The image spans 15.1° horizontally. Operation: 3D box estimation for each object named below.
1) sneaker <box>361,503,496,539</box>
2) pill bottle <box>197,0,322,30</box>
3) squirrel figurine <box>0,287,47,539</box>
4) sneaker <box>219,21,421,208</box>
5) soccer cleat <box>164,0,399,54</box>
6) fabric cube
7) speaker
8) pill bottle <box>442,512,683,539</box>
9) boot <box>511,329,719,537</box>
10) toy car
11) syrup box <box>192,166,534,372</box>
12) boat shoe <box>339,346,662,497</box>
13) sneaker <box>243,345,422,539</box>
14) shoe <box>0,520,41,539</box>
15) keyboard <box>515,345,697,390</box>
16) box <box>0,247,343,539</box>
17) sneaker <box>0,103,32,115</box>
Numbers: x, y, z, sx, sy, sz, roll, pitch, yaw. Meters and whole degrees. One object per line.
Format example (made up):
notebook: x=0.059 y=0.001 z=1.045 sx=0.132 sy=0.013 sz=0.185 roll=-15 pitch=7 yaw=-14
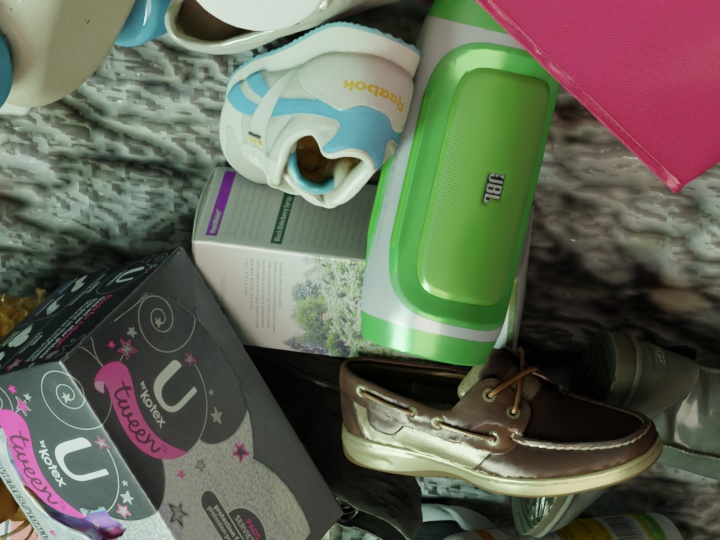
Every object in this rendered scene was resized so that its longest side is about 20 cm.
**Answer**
sneaker: x=-0.001 y=0.226 z=1.785 sx=0.199 sy=0.114 sz=0.076 roll=-16 pitch=123 yaw=22
pill bottle: x=-0.037 y=-0.210 z=1.405 sx=0.108 sy=0.201 sz=0.110 roll=5 pitch=128 yaw=7
squirrel figurine: x=-0.232 y=0.111 z=1.696 sx=0.186 sy=0.142 sz=0.200 roll=-3 pitch=141 yaw=-36
sneaker: x=-0.034 y=-0.077 z=1.544 sx=0.076 sy=0.081 sz=0.200 roll=19 pitch=162 yaw=-17
soccer cleat: x=-0.017 y=-0.168 z=1.495 sx=0.199 sy=0.078 sz=0.070 roll=-24 pitch=95 yaw=18
fabric cube: x=0.179 y=-0.204 z=1.370 sx=0.196 sy=0.201 sz=0.199 roll=40 pitch=126 yaw=-20
speaker: x=0.057 y=-0.052 z=1.527 sx=0.088 sy=0.088 sz=0.201 roll=13 pitch=96 yaw=1
pill bottle: x=0.105 y=0.218 z=1.719 sx=0.199 sy=0.111 sz=0.112 roll=-4 pitch=130 yaw=-16
boot: x=0.212 y=0.116 z=1.676 sx=0.199 sy=0.073 sz=0.182 roll=10 pitch=138 yaw=-23
toy car: x=-0.212 y=-0.207 z=1.492 sx=0.200 sy=0.184 sz=0.177 roll=38 pitch=130 yaw=18
syrup box: x=0.000 y=0.000 z=1.634 sx=0.198 sy=0.082 sz=0.079 roll=7 pitch=129 yaw=6
boat shoe: x=0.078 y=0.081 z=1.585 sx=0.199 sy=0.072 sz=0.072 roll=6 pitch=119 yaw=27
sneaker: x=-0.051 y=0.102 z=1.701 sx=0.199 sy=0.105 sz=0.060 roll=17 pitch=153 yaw=-5
shoe: x=-0.210 y=0.227 z=1.853 sx=0.090 sy=0.072 sz=0.201 roll=13 pitch=124 yaw=8
keyboard: x=0.105 y=0.072 z=1.690 sx=0.198 sy=0.040 sz=0.104 roll=-1 pitch=140 yaw=-4
box: x=-0.125 y=0.110 z=1.609 sx=0.114 sy=0.132 sz=0.201 roll=-17 pitch=111 yaw=42
sneaker: x=-0.278 y=-0.087 z=1.632 sx=0.199 sy=0.075 sz=0.081 roll=-28 pitch=127 yaw=28
